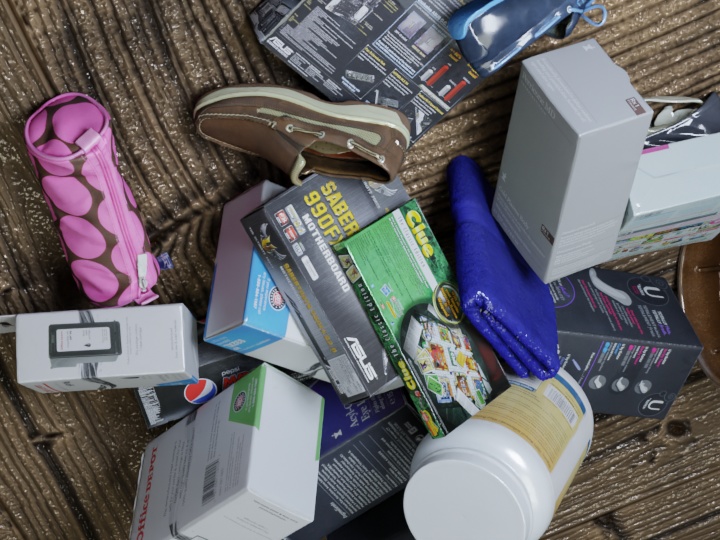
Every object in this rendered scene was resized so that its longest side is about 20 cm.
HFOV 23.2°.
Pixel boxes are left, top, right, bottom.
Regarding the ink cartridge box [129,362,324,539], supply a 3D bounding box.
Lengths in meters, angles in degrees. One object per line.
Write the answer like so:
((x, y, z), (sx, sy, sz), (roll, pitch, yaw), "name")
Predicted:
((-0.132, 0.205, 1.709), (0.084, 0.147, 0.199), (30, 135, -28), "ink cartridge box")

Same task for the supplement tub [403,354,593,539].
((0.132, 0.184, 1.692), (0.143, 0.200, 0.146), (11, 119, 20), "supplement tub")

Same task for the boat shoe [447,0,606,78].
((0.166, -0.238, 1.578), (0.199, 0.084, 0.069), (-29, 106, -15), "boat shoe")

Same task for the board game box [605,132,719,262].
((0.300, -0.069, 1.711), (0.146, 0.065, 0.200), (-12, 167, -10), "board game box")

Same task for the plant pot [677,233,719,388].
((0.467, 0.017, 1.829), (0.196, 0.201, 0.202), (-7, 130, -21), "plant pot")

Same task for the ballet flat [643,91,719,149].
((0.269, -0.132, 1.730), (0.198, 0.073, 0.074), (-15, 131, 3), "ballet flat")

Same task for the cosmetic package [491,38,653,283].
((0.190, -0.098, 1.602), (0.089, 0.107, 0.201), (-20, 142, -19), "cosmetic package")

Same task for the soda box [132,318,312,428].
((-0.133, 0.087, 1.769), (0.198, 0.071, 0.064), (-16, 132, -3), "soda box")

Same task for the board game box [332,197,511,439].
((0.058, 0.043, 1.623), (0.104, 0.202, 0.023), (-30, -175, -37), "board game box")

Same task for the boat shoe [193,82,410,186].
((-0.057, -0.117, 1.588), (0.200, 0.076, 0.075), (5, 148, 7), "boat shoe")

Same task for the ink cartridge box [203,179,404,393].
((-0.039, 0.021, 1.689), (0.198, 0.147, 0.083), (20, 154, -29), "ink cartridge box")

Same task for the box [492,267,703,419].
((0.235, 0.071, 1.836), (0.198, 0.123, 0.107), (7, 126, -21), "box")

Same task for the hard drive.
((0.020, 0.235, 1.840), (0.134, 0.201, 0.042), (-27, 122, 18), "hard drive")

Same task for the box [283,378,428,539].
((-0.024, 0.167, 1.816), (0.199, 0.149, 0.104), (-33, 130, 10), "box")

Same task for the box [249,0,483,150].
((0.023, -0.217, 1.591), (0.158, 0.050, 0.199), (-42, 127, 17), "box")

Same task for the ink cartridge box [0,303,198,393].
((-0.258, 0.077, 1.669), (0.197, 0.069, 0.116), (-3, 171, 1), "ink cartridge box")

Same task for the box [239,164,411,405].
((0.000, 0.000, 1.638), (0.158, 0.048, 0.202), (-32, 96, -37), "box")

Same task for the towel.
((0.132, 0.000, 1.699), (0.049, 0.201, 0.147), (-31, 127, 24), "towel")

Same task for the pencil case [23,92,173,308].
((-0.240, -0.060, 1.606), (0.090, 0.094, 0.201), (-31, 133, -16), "pencil case")
